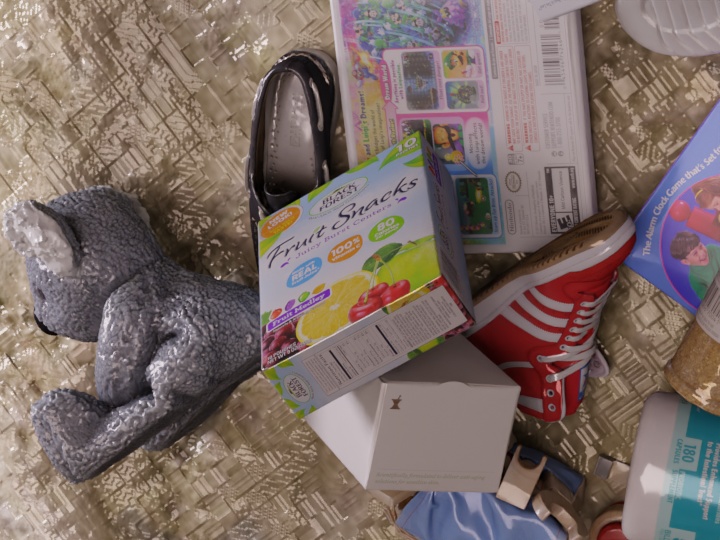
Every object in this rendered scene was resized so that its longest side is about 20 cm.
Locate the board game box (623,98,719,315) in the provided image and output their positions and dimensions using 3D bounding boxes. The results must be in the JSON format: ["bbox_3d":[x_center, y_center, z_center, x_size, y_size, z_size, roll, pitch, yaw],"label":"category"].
[{"bbox_3d":[0.286,-0.054,1.696,0.134,0.045,0.200,37,112,7],"label":"board game box"}]

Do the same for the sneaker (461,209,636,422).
[{"bbox_3d":[0.153,0.037,1.727,0.113,0.071,0.200,54,142,-1],"label":"sneaker"}]

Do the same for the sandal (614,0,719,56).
[{"bbox_3d":[0.268,-0.206,1.663,0.203,0.050,0.082,-24,104,36],"label":"sandal"}]

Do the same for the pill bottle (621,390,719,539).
[{"bbox_3d":[0.289,0.154,1.705,0.200,0.111,0.111,10,106,9],"label":"pill bottle"}]

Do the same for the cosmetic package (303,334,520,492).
[{"bbox_3d":[0.022,0.081,1.727,0.108,0.200,0.085,4,108,-22],"label":"cosmetic package"}]

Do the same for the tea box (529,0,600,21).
[{"bbox_3d":[0.204,-0.275,1.544,0.134,0.197,0.200,61,153,-8],"label":"tea box"}]

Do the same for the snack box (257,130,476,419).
[{"bbox_3d":[0.000,0.000,1.686,0.142,0.200,0.053,-28,119,14],"label":"snack box"}]

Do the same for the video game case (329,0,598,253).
[{"bbox_3d":[0.076,-0.109,1.759,0.182,0.024,0.200,0,109,19],"label":"video game case"}]

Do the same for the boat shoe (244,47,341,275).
[{"bbox_3d":[-0.052,-0.063,1.802,0.074,0.060,0.200,13,107,16],"label":"boat shoe"}]

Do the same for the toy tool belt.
[{"bbox_3d":[0.111,0.180,1.772,0.200,0.123,0.125,22,109,13],"label":"toy tool belt"}]

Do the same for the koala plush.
[{"bbox_3d":[-0.176,0.021,1.811,0.184,0.177,0.200,-39,80,24],"label":"koala plush"}]

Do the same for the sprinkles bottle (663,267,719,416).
[{"bbox_3d":[0.279,0.002,1.651,0.068,0.068,0.200,30,111,10],"label":"sprinkles bottle"}]
